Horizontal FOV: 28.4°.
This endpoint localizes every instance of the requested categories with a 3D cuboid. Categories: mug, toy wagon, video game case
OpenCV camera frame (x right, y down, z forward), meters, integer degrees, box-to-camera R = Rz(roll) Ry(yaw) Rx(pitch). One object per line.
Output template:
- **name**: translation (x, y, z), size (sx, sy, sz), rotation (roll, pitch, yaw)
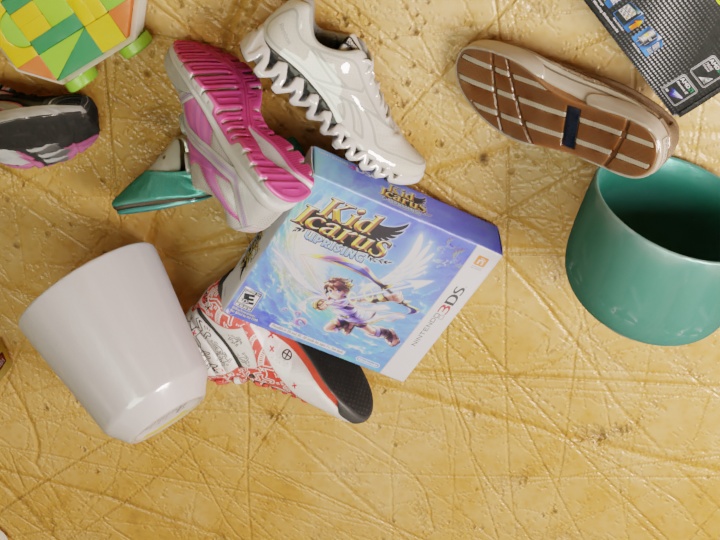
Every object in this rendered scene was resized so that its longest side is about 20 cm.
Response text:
- **mug**: translation (0.264, -0.005, 1.197), size (0.183, 0.153, 0.115), rotation (20, 126, 2)
- **mug**: translation (-0.216, 0.077, 1.366), size (0.149, 0.186, 0.154), rotation (-36, 80, 15)
- **toy wagon**: translation (-0.249, -0.252, 1.249), size (0.199, 0.040, 0.156), rotation (-25, 112, 27)
- **video game case**: translation (0.000, 0.000, 1.302), size (0.198, 0.046, 0.182), rotation (22, 125, -21)

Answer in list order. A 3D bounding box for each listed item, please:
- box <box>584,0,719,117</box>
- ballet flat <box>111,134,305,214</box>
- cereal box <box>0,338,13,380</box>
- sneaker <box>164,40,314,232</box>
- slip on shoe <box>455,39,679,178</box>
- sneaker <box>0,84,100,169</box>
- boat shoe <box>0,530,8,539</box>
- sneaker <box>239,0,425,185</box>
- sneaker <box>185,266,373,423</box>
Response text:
- **box**: translation (0.270, -0.249, 1.108), size (0.192, 0.048, 0.200), rotation (-31, 110, 32)
- **ballet flat**: translation (-0.139, -0.094, 1.312), size (0.198, 0.067, 0.071), rotation (-4, 97, 17)
- **cereal box**: translation (-0.482, 0.138, 1.491), size (0.198, 0.144, 0.040), rotation (-10, 119, 20)
- **sneaker**: translation (-0.123, -0.114, 1.231), size (0.088, 0.081, 0.201), rotation (-48, 58, 34)
- **slip on shoe**: translation (0.174, -0.142, 1.191), size (0.199, 0.061, 0.077), rotation (25, 129, 25)
- **sneaker**: translation (-0.344, -0.147, 1.319), size (0.198, 0.087, 0.081), rotation (-7, 152, -5)
- **boat shoe**: translation (-0.478, 0.382, 1.689), size (0.072, 0.062, 0.201), rotation (30, 124, -5)
- **sneaker**: translation (-0.009, -0.153, 1.231), size (0.200, 0.075, 0.081), rotation (41, 104, -18)
- **sneaker**: translation (-0.086, 0.092, 1.405), size (0.201, 0.067, 0.108), rotation (44, 126, -13)
